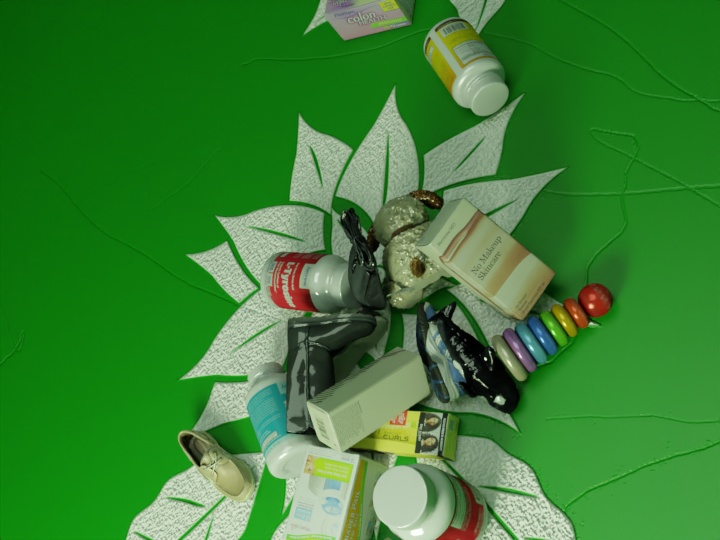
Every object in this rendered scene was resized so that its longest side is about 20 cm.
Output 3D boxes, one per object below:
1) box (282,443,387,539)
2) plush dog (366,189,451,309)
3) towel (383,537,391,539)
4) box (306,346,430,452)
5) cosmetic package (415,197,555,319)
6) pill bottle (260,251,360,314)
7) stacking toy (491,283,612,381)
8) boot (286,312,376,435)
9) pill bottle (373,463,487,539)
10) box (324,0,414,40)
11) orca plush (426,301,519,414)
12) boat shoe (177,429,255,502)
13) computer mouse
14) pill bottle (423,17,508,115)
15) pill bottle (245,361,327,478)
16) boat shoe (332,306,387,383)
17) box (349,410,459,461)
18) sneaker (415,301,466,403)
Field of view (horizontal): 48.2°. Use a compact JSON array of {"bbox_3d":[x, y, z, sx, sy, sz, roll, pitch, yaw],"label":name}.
[{"bbox_3d":[-0.045,0.404,1.334,0.112,0.101,0.201,4,70,34],"label":"box"},{"bbox_3d":[0.086,-0.052,1.426,0.200,0.160,0.172,-34,65,15],"label":"plush dog"},{"bbox_3d":[0.035,0.482,1.199,0.036,0.200,0.149,-9,69,-16],"label":"towel"},{"bbox_3d":[0.016,0.210,1.334,0.200,0.082,0.068,-27,23,-29],"label":"box"},{"bbox_3d":[0.203,-0.019,1.315,0.104,0.200,0.087,-55,9,-6],"label":"cosmetic package"},{"bbox_3d":[-0.086,0.023,1.527,0.200,0.112,0.113,4,70,40],"label":"pill bottle"},{"bbox_3d":[0.311,0.087,1.283,0.200,0.085,0.085,-37,53,7],"label":"stacking toy"},{"bbox_3d":[-0.050,0.180,1.384,0.164,0.066,0.201,-6,65,10],"label":"boot"},{"bbox_3d":[0.103,0.351,1.195,0.112,0.200,0.113,-14,60,26],"label":"pill bottle"},{"bbox_3d":[0.030,-0.638,1.795,0.175,0.097,0.201,-4,65,30],"label":"box"},{"bbox_3d":[0.198,0.132,1.297,0.071,0.105,0.200,-52,56,46],"label":"orca plush"},{"bbox_3d":[-0.276,0.366,1.521,0.200,0.065,0.072,33,87,38],"label":"boat shoe"},{"bbox_3d":[0.000,0.000,1.399,0.053,0.200,0.139,-20,50,-3],"label":"computer mouse"},{"bbox_3d":[0.207,-0.391,1.556,0.109,0.109,0.200,-35,54,13],"label":"pill bottle"},{"bbox_3d":[-0.142,0.265,1.457,0.111,0.111,0.200,-37,54,12],"label":"pill bottle"},{"bbox_3d":[-0.039,0.147,1.474,0.200,0.074,0.060,-48,52,0],"label":"boat shoe"},{"bbox_3d":[0.065,0.274,1.361,0.199,0.050,0.076,-1,68,32],"label":"box"},{"bbox_3d":[0.144,0.136,1.377,0.077,0.076,0.200,-12,52,-8],"label":"sneaker"}]
